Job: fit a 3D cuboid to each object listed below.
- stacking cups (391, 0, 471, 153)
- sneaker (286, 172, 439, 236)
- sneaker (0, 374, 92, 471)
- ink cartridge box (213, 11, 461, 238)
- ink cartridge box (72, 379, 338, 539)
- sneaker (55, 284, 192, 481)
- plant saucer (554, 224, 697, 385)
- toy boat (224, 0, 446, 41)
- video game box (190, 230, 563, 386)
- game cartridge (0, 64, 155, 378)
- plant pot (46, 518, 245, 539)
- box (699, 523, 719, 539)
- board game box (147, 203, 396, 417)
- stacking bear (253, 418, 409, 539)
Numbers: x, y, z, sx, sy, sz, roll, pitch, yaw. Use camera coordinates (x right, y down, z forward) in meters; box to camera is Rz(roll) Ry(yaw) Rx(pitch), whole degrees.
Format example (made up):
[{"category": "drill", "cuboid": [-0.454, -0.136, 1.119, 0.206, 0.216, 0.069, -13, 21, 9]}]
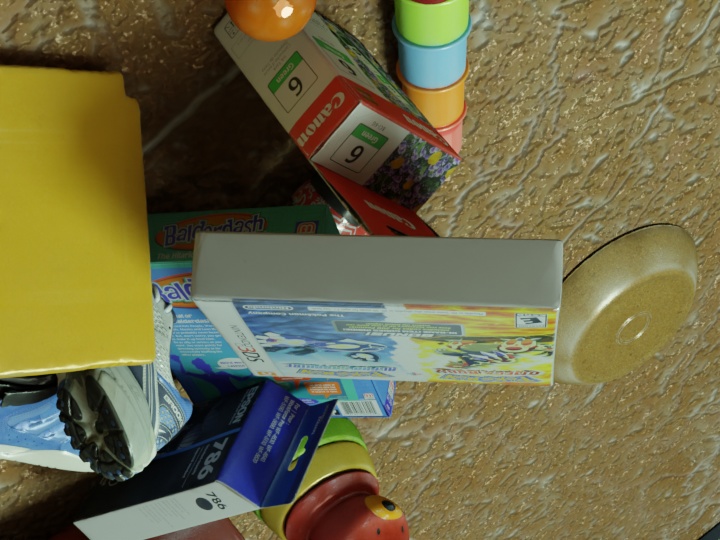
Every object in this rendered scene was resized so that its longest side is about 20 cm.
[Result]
[{"category": "stacking cups", "cuboid": [0.053, -0.153, 0.920, 0.060, 0.061, 0.200, -27, 144, -14]}, {"category": "sneaker", "cuboid": [-0.001, -0.001, 1.032, 0.108, 0.067, 0.201, -43, 141, 11]}, {"category": "sneaker", "cuboid": [-0.201, 0.075, 0.931, 0.199, 0.077, 0.111, 9, 133, -37]}, {"category": "ink cartridge box", "cuboid": [0.001, -0.087, 0.825, 0.050, 0.200, 0.109, -48, 143, 15]}, {"category": "ink cartridge box", "cuboid": [-0.113, 0.136, 0.979, 0.200, 0.100, 0.039, -20, 120, 36]}, {"category": "sneaker", "cuboid": [-0.165, 0.027, 0.868, 0.085, 0.077, 0.201, -29, 104, -47]}, {"category": "plant saucer", "cuboid": [0.252, 0.045, 1.315, 0.200, 0.035, 0.201, -23, 141, -19]}, {"category": "toy boat", "cuboid": [-0.030, -0.185, 0.747, 0.200, 0.131, 0.131, 9, 117, -44]}, {"category": "video game box", "cuboid": [0.016, 0.026, 0.805, 0.199, 0.047, 0.182, 1, 165, 8]}, {"category": "game cartridge", "cuboid": [-0.213, -0.027, 0.766, 0.200, 0.032, 0.177, -2, 87, -39]}, {"category": "plant pot", "cuboid": [-0.179, 0.265, 1.076, 0.195, 0.201, 0.201, -37, 145, -16]}, {"category": "box", "cuboid": [0.508, 0.425, 1.922, 0.158, 0.051, 0.200, -39, 143, 1]}, {"category": "board game box", "cuboid": [-0.070, 0.035, 0.954, 0.152, 0.045, 0.200, -2, 144, 16]}, {"category": "stacking bear", "cuboid": [-0.032, 0.166, 1.068, 0.121, 0.200, 0.114, 15, 119, -47]}]
